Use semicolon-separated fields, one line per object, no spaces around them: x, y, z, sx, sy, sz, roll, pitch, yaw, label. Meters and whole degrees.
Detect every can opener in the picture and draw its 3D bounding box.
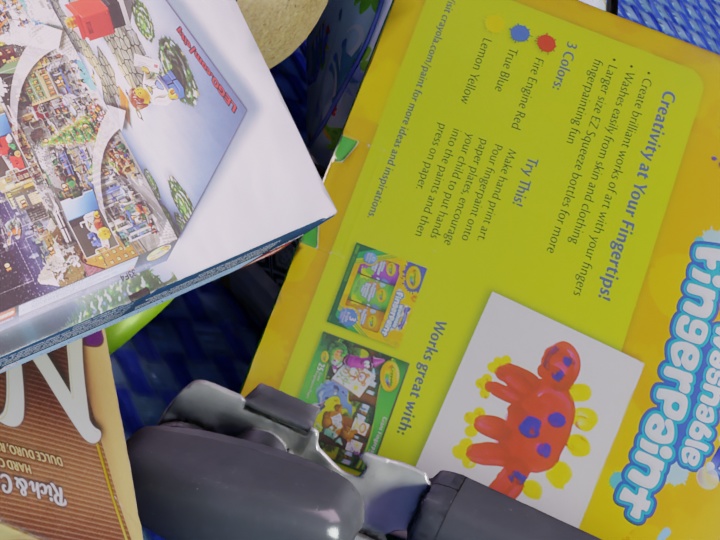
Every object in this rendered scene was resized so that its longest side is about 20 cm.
0.022;0.094;0.694;0.199;0.054;0.067;24;28;8;can opener

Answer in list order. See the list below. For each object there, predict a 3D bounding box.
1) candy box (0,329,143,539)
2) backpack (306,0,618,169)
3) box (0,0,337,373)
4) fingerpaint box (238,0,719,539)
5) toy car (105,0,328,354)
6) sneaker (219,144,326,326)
-0.147;0.019;0.628;0.199;0.056;0.117;29;34;-42;candy box
0.042;-0.119;0.990;0.152;0.163;0.202;-3;72;-25;backpack
-0.106;-0.078;0.618;0.136;0.038;0.201;-23;86;-38;box
0.058;0.016;0.801;0.166;0.073;0.201;20;66;0;fingerpaint box
-0.063;-0.095;0.769;0.165;0.200;0.158;51;22;-5;toy car
0.000;0.000;0.905;0.075;0.088;0.201;20;37;-50;sneaker
